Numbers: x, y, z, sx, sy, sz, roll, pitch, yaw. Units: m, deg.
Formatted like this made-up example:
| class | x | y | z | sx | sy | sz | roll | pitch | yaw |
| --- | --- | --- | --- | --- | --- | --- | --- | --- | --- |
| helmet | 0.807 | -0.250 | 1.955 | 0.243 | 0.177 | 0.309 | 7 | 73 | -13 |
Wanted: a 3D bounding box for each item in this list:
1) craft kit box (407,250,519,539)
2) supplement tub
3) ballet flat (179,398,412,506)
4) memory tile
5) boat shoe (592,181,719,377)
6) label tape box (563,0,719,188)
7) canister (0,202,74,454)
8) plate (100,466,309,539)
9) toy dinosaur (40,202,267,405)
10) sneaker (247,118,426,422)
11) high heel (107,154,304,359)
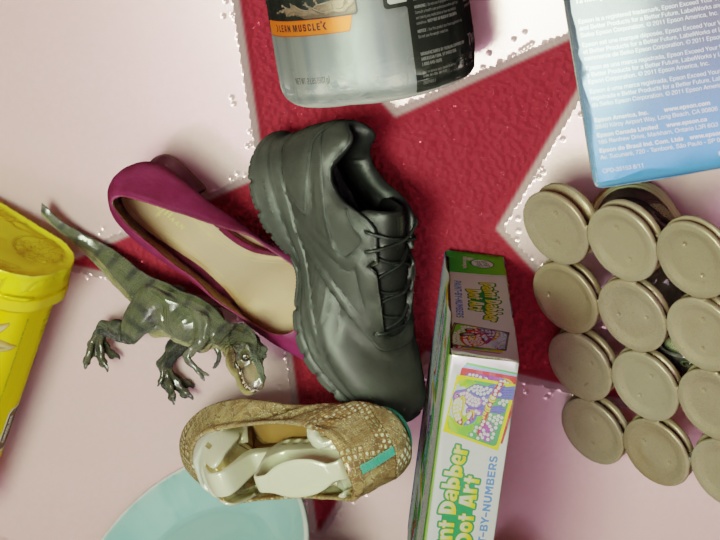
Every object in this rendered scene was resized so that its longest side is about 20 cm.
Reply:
| class | x | y | z | sx | sy | sz | roll | pitch | yaw |
| --- | --- | --- | --- | --- | --- | --- | --- | --- | --- |
| craft kit box | 0.059 | 0.111 | 1.120 | 0.048 | 0.198 | 0.201 | 7 | 108 | 2 |
| supplement tub | -0.003 | -0.205 | 1.082 | 0.122 | 0.123 | 0.201 | -6 | 104 | 14 |
| ballet flat | -0.059 | 0.118 | 1.161 | 0.199 | 0.065 | 0.071 | -13 | 105 | 41 |
| memory tile | 0.173 | 0.046 | 1.117 | 0.153 | 0.017 | 0.201 | 14 | 128 | 42 |
| boat shoe | 0.209 | 0.034 | 1.134 | 0.072 | 0.066 | 0.201 | -35 | 96 | 19 |
| label tape box | 0.194 | -0.161 | 1.083 | 0.142 | 0.066 | 0.201 | -8 | 101 | 14 |
| canister | -0.289 | 0.052 | 1.232 | 0.148 | 0.086 | 0.201 | 30 | 112 | 16 |
| plate | -0.111 | 0.213 | 1.208 | 0.199 | 0.201 | 0.026 | -28 | 130 | 19 |
| toy dinosaur | -0.140 | 0.037 | 1.222 | 0.199 | 0.047 | 0.089 | 32 | 124 | 18 |
| sneaker | 0.000 | 0.000 | 1.144 | 0.090 | 0.076 | 0.201 | -19 | 97 | 41 |
| high heel | -0.080 | 0.007 | 1.174 | 0.200 | 0.096 | 0.068 | 38 | 110 | 0 |
